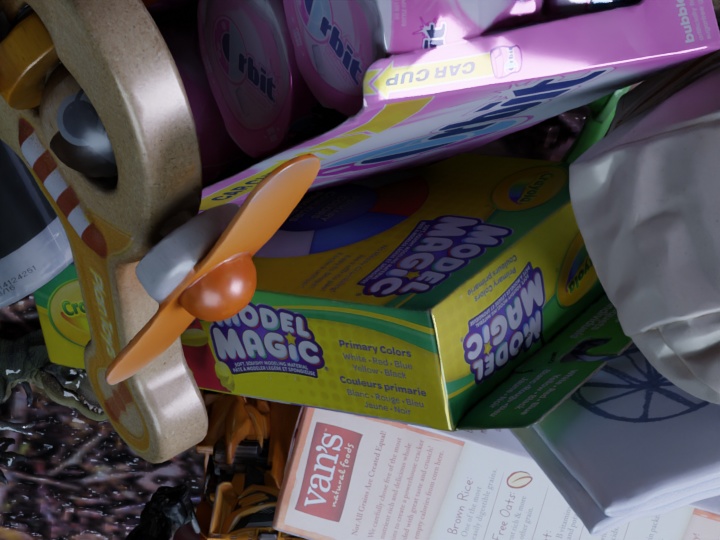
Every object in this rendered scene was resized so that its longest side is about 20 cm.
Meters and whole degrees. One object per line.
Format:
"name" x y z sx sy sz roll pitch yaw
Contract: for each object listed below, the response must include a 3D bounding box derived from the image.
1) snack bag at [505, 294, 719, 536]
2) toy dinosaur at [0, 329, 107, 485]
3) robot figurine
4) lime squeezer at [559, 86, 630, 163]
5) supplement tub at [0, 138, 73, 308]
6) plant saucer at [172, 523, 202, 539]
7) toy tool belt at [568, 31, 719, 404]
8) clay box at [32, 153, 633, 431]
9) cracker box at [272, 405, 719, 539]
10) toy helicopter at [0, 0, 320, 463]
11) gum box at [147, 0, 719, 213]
"snack bag" 0.136 0.018 0.837 0.199 0.189 0.021 -15 113 -12
"toy dinosaur" -0.192 0.059 1.077 0.199 0.048 0.088 -1 131 9
"robot figurine" -0.018 0.084 0.960 0.145 0.200 0.058 3 115 1
"lime squeezer" 0.068 -0.076 0.855 0.070 0.038 0.200 -7 145 17
"supplement tub" -0.157 -0.083 0.796 0.122 0.123 0.200 -4 145 12
"plant saucer" 0.020 0.125 1.077 0.200 0.051 0.201 14 -179 0
"toy tool belt" 0.165 -0.026 0.736 0.199 0.125 0.123 -18 171 11
"clay box" 0.000 0.000 0.848 0.200 0.115 0.048 6 119 36
"cracker box" 0.078 0.067 0.893 0.199 0.134 0.058 15 111 1
"toy helicopter" -0.066 -0.011 0.739 0.079 0.132 0.200 -33 142 -24
"gum box" 0.008 -0.069 0.751 0.113 0.066 0.200 -13 177 -26
